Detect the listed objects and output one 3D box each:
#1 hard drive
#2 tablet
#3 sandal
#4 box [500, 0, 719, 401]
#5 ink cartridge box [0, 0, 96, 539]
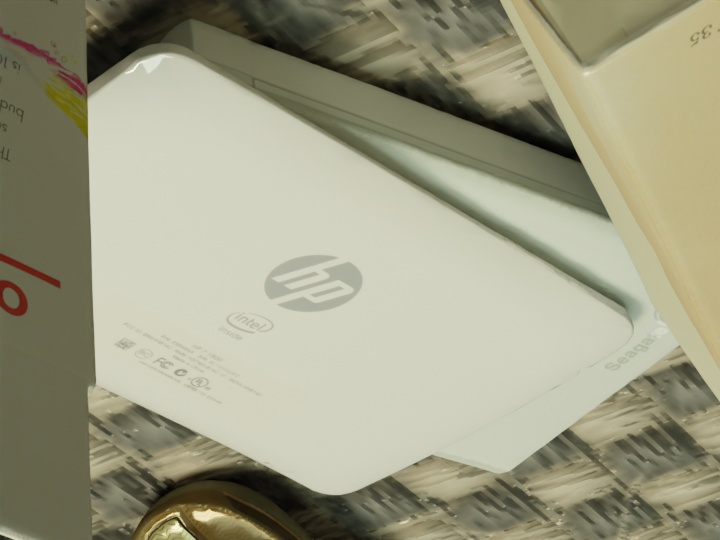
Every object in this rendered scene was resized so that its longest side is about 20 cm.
[{"bbox_3d":[0.000,0.000,0.773,0.200,0.026,0.132,19,139,-30],"label":"hard drive"},{"bbox_3d":[-0.029,0.008,0.746,0.130,0.014,0.200,-31,138,32],"label":"tablet"},{"bbox_3d":[-0.017,0.135,0.950,0.080,0.054,0.200,-23,128,15],"label":"sandal"},{"bbox_3d":[0.104,-0.041,0.662,0.095,0.078,0.200,-33,142,3],"label":"box"},{"bbox_3d":[-0.121,-0.027,0.559,0.115,0.200,0.068,26,135,-37],"label":"ink cartridge box"}]
